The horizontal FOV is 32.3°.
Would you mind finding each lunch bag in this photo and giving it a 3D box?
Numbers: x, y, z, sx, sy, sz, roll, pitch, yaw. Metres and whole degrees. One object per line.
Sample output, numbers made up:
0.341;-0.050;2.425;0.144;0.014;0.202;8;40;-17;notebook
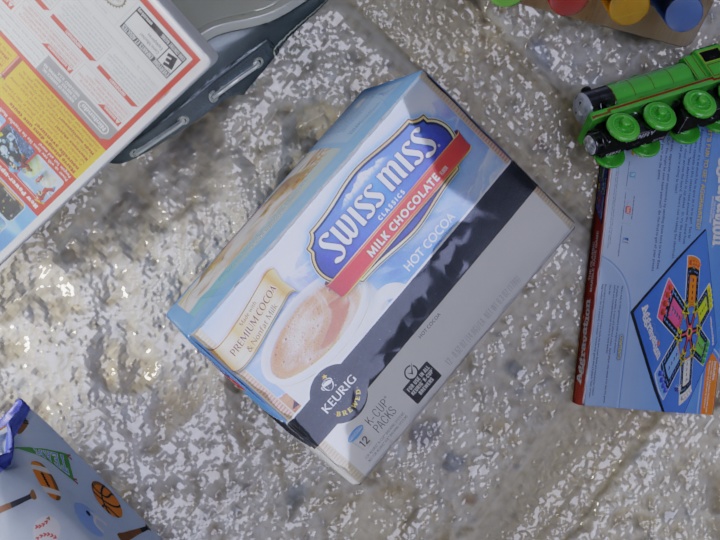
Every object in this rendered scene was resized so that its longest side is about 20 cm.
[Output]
-0.216;0.209;0.710;0.200;0.124;0.170;-39;103;5;lunch bag

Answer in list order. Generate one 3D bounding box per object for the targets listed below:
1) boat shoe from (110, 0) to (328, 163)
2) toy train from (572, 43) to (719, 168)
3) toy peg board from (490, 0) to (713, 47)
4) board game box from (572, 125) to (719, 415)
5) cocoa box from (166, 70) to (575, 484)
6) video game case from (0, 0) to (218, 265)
-0.090;-0.136;0.756;0.200;0.073;0.062;-37;143;-16;boat shoe
0.228;-0.119;0.831;0.199;0.042;0.057;-17;63;-19;toy train
0.160;-0.229;0.736;0.198;0.098;0.201;12;124;-14;toy peg board
0.207;-0.004;0.858;0.102;0.019;0.201;6;93;-14;board game box
0.000;0.000;0.742;0.131;0.133;0.200;43;83;-13;cocoa box
-0.195;-0.106;0.689;0.200;0.017;0.143;-39;100;20;video game case
